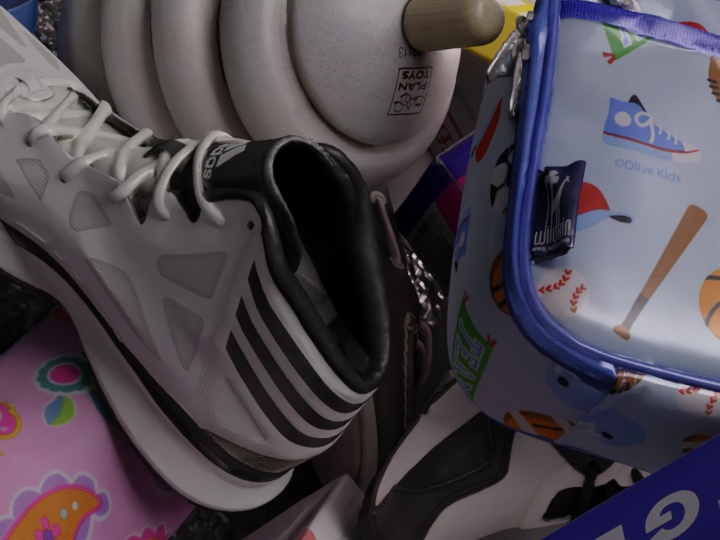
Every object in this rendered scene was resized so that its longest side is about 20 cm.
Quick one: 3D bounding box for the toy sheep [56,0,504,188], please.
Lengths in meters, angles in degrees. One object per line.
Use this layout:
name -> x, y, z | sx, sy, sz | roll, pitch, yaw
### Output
toy sheep -> -0.031, -0.082, 0.686 | 0.137, 0.199, 0.139 | -1, 91, -39

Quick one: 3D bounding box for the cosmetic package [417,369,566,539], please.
cosmetic package -> 0.087, 0.129, 0.711 | 0.200, 0.083, 0.050 | 47, 28, 24

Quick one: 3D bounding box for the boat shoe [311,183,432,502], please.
boat shoe -> 0.000, 0.000, 0.755 | 0.056, 0.067, 0.201 | 2, 44, -20

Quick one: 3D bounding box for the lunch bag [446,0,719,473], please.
lunch bag -> 0.123, -0.014, 0.624 | 0.198, 0.076, 0.162 | 17, 62, -10

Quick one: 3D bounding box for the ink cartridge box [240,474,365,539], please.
ink cartridge box -> 0.015, 0.178, 0.645 | 0.201, 0.067, 0.116 | 55, 18, -4

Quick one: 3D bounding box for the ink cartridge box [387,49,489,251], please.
ink cartridge box -> 0.072, -0.099, 0.903 | 0.200, 0.067, 0.116 | -31, 91, -47

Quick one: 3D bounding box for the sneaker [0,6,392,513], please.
sneaker -> -0.061, -0.033, 0.607 | 0.201, 0.115, 0.076 | 49, 43, 0

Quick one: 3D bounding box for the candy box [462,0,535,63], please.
candy box -> -0.005, -0.127, 0.790 | 0.199, 0.027, 0.102 | 30, 11, 11

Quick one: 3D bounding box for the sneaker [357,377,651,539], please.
sneaker -> 0.092, 0.049, 0.662 | 0.199, 0.074, 0.080 | -27, 73, -15

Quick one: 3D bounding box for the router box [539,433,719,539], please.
router box -> 0.130, 0.132, 0.585 | 0.180, 0.199, 0.049 | 50, 18, -24

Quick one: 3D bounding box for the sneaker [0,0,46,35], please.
sneaker -> -0.153, -0.077, 0.686 | 0.082, 0.074, 0.201 | 44, 46, -20

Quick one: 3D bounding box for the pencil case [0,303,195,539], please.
pencil case -> -0.093, 0.058, 0.665 | 0.088, 0.087, 0.200 | 50, 43, -10

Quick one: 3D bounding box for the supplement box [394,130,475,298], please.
supplement box -> 0.114, 0.025, 0.769 | 0.103, 0.101, 0.201 | -33, 86, -13
